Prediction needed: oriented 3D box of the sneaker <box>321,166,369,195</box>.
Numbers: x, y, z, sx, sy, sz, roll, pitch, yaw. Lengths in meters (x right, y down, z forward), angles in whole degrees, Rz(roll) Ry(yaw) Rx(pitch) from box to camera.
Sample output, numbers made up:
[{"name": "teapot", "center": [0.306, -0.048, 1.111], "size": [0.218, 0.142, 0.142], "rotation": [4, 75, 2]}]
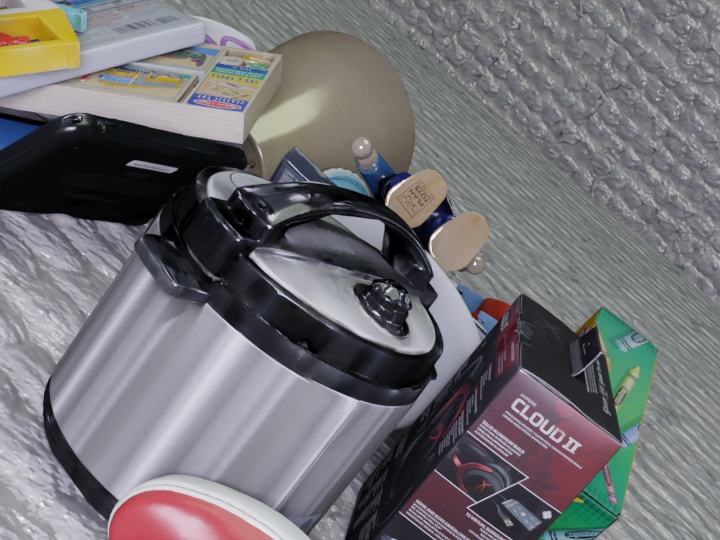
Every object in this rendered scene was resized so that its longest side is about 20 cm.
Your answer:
[{"name": "sneaker", "center": [-0.002, -0.015, 1.052], "size": [0.200, 0.078, 0.090], "rotation": [47, 12, -50]}]

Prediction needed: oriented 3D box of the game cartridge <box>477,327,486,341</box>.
[{"name": "game cartridge", "center": [0.017, 0.044, 0.926], "size": [0.200, 0.041, 0.133], "rotation": [34, -27, 23]}]

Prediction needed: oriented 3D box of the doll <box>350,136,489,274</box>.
[{"name": "doll", "center": [0.040, -0.043, 0.865], "size": [0.136, 0.048, 0.200], "rotation": [45, -1, -4]}]

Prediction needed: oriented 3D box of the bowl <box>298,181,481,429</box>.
[{"name": "bowl", "center": [-0.019, 0.044, 0.828], "size": [0.201, 0.090, 0.201], "rotation": [35, -29, 23]}]

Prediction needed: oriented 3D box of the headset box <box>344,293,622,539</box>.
[{"name": "headset box", "center": [0.076, 0.112, 0.720], "size": [0.075, 0.200, 0.149], "rotation": [37, 16, -3]}]

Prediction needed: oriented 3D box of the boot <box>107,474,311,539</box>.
[{"name": "boot", "center": [-0.047, 0.182, 0.514], "size": [0.200, 0.072, 0.144], "rotation": [42, 18, 2]}]

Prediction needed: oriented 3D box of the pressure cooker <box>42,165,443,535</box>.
[{"name": "pressure cooker", "center": [-0.052, 0.040, 0.648], "size": [0.179, 0.200, 0.176], "rotation": [35, 17, -6]}]

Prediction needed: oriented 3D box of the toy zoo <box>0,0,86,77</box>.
[{"name": "toy zoo", "center": [-0.286, -0.167, 0.831], "size": [0.200, 0.020, 0.131], "rotation": [-14, 39, -31]}]

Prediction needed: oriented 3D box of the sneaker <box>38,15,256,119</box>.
[{"name": "sneaker", "center": [-0.190, -0.181, 1.034], "size": [0.200, 0.075, 0.100], "rotation": [-8, 16, -6]}]

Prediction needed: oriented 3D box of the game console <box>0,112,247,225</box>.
[{"name": "game console", "center": [-0.212, -0.102, 0.855], "size": [0.200, 0.176, 0.117], "rotation": [4, 66, -61]}]

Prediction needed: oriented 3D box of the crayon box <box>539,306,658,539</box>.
[{"name": "crayon box", "center": [0.144, 0.128, 0.860], "size": [0.058, 0.119, 0.200], "rotation": [37, 37, -2]}]

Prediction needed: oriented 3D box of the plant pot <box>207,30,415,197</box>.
[{"name": "plant pot", "center": [-0.075, -0.117, 1.098], "size": [0.187, 0.187, 0.200], "rotation": [41, 30, 11]}]

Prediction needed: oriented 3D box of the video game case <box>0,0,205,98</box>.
[{"name": "video game case", "center": [-0.254, -0.191, 0.922], "size": [0.182, 0.022, 0.200], "rotation": [28, 38, 32]}]

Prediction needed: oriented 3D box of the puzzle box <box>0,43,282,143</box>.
[{"name": "puzzle box", "center": [-0.170, -0.148, 0.911], "size": [0.200, 0.025, 0.133], "rotation": [9, 31, 4]}]

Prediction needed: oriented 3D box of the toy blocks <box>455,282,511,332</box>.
[{"name": "toy blocks", "center": [0.119, 0.069, 1.044], "size": [0.137, 0.100, 0.200], "rotation": [33, -15, 3]}]

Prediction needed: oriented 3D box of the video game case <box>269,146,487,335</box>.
[{"name": "video game case", "center": [0.000, 0.000, 0.944], "size": [0.200, 0.019, 0.143], "rotation": [43, -22, -1]}]
